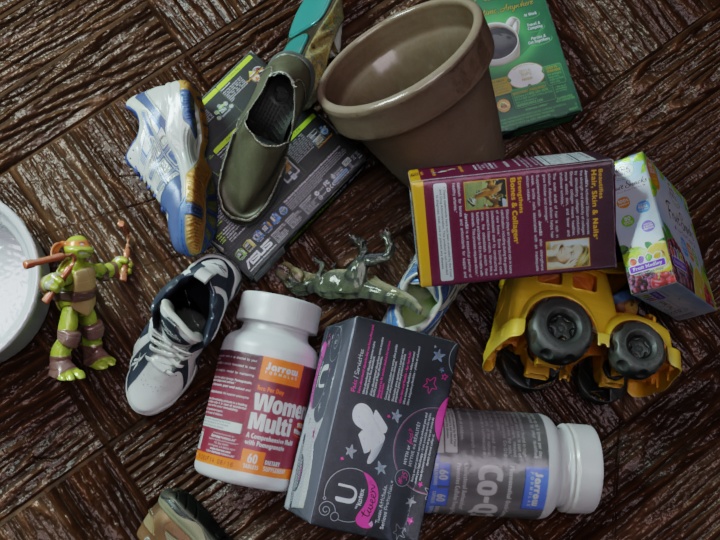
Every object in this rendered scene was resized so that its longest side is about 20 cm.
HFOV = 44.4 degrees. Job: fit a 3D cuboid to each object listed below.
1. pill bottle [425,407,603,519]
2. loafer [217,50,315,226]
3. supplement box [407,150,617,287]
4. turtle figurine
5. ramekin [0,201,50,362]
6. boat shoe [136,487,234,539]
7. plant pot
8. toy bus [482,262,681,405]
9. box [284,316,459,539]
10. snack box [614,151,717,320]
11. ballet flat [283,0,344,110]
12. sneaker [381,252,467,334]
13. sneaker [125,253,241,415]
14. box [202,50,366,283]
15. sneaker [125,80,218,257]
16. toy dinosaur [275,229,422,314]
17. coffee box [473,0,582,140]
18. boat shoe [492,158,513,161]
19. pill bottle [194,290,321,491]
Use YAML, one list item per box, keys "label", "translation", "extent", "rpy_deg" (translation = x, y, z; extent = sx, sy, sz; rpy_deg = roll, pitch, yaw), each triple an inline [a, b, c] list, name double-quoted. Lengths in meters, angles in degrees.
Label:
- label: "pill bottle"
  translation: [0.153, 0.210, 0.960]
  extent: [0.199, 0.114, 0.114]
  rpy_deg: [4, 80, -3]
- label: "loafer"
  translation: [-0.110, -0.139, 0.950]
  extent: [0.075, 0.070, 0.201]
  rpy_deg: [21, 109, 1]
- label: "supplement box"
  translation: [0.153, -0.054, 0.903]
  extent: [0.199, 0.086, 0.111]
  rpy_deg: [-6, 104, 2]
- label: "turtle figurine"
  translation: [-0.308, 0.032, 0.944]
  extent: [0.064, 0.200, 0.162]
  rpy_deg: [5, 101, 11]
- label: "ramekin"
  translation: [-0.438, 0.017, 0.963]
  extent: [0.199, 0.098, 0.202]
  rpy_deg: [1, 80, -3]
- label: "boat shoe"
  translation: [-0.158, 0.325, 0.947]
  extent: [0.200, 0.076, 0.074]
  rpy_deg: [43, 86, 12]
- label: "plant pot"
  translation: [0.079, -0.173, 0.979]
  extent: [0.200, 0.200, 0.175]
  rpy_deg: [-42, 123, -9]
- label: "toy bus"
  translation: [0.250, 0.040, 0.998]
  extent: [0.199, 0.136, 0.193]
  rpy_deg: [12, 63, -3]
- label: "box"
  translation: [0.006, 0.159, 0.893]
  extent: [0.114, 0.132, 0.201]
  rpy_deg: [17, 77, -14]
- label: "snack box"
  translation: [0.329, -0.031, 0.965]
  extent: [0.053, 0.200, 0.143]
  rpy_deg: [-20, 70, 28]
- label: "ballet flat"
  translation: [-0.054, -0.263, 1.041]
  extent: [0.070, 0.071, 0.201]
  rpy_deg: [17, 52, -1]
- label: "sneaker"
  translation: [0.091, 0.006, 1.009]
  extent: [0.075, 0.077, 0.201]
  rpy_deg: [27, 79, 3]
- label: "sneaker"
  translation: [-0.202, 0.073, 0.941]
  extent: [0.079, 0.130, 0.199]
  rpy_deg: [38, 93, 2]
- label: "box"
  translation: [-0.127, -0.121, 1.033]
  extent: [0.193, 0.048, 0.200]
  rpy_deg: [42, 81, 6]
- label: "sneaker"
  translation: [-0.213, -0.108, 0.977]
  extent: [0.088, 0.075, 0.201]
  rpy_deg: [-10, 75, 8]
- label: "toy dinosaur"
  translation: [0.000, 0.000, 0.996]
  extent: [0.199, 0.047, 0.088]
  rpy_deg: [9, 65, 34]
- label: "coffee box"
  translation: [0.181, -0.265, 1.077]
  extent: [0.122, 0.044, 0.201]
  rpy_deg: [-17, 82, -7]
- label: "boat shoe"
  translation: [0.207, -0.089, 1.005]
  extent: [0.199, 0.060, 0.076]
  rpy_deg: [15, 110, -32]
- label: "pill bottle"
  translation: [-0.106, 0.129, 0.959]
  extent: [0.109, 0.110, 0.201]
  rpy_deg: [12, 80, -2]
